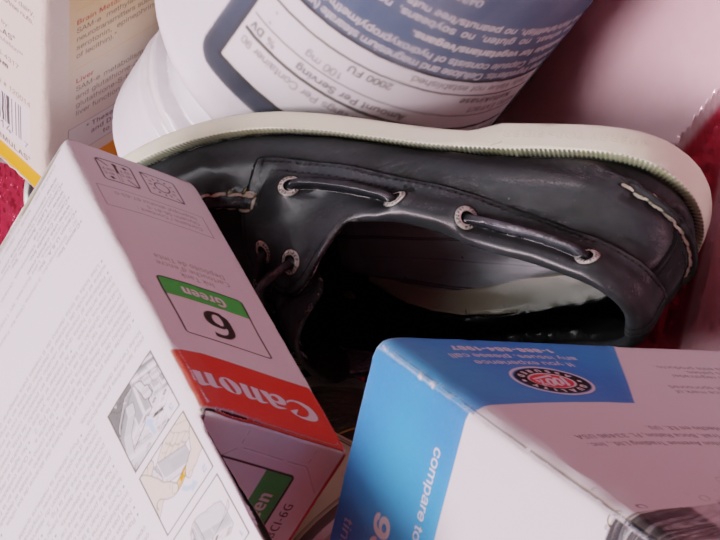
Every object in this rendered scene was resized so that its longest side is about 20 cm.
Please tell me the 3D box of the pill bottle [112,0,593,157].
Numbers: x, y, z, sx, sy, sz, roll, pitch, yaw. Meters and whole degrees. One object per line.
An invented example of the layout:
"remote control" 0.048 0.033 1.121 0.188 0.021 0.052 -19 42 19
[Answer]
"pill bottle" 0.005 -0.095 0.853 0.200 0.119 0.120 -51 47 40

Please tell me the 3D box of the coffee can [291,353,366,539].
"coffee can" -0.026 0.100 0.851 0.200 0.146 0.147 23 105 54

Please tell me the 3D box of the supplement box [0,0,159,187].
"supplement box" -0.078 -0.136 0.903 0.073 0.126 0.200 41 147 23

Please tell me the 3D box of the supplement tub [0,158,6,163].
"supplement tub" -0.205 -0.112 1.093 0.145 0.199 0.146 -11 77 55

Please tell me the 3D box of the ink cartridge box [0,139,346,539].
"ink cartridge box" -0.059 0.064 0.742 0.109 0.050 0.200 -57 37 19

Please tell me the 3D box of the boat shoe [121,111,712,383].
"boat shoe" 0.001 0.002 0.813 0.075 0.198 0.066 73 -155 -45

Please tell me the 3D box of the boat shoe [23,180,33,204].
"boat shoe" -0.086 -0.034 1.019 0.062 0.075 0.201 -30 61 49

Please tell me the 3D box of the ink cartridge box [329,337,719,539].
"ink cartridge box" 0.104 0.091 0.662 0.200 0.145 0.084 34 114 52
